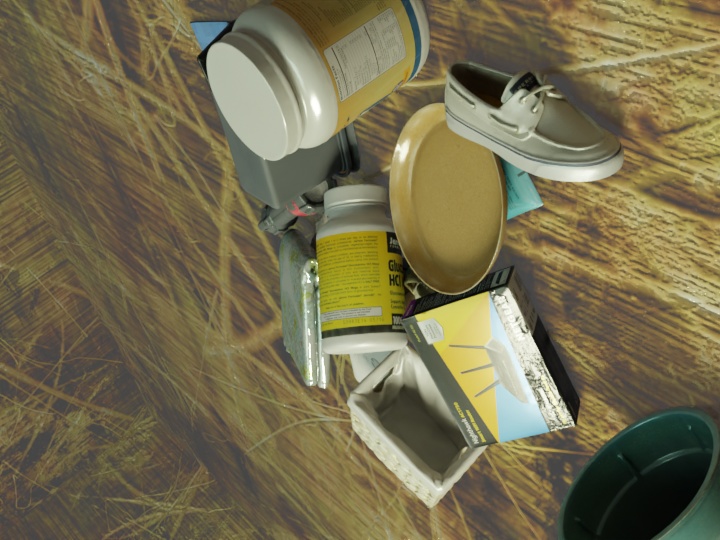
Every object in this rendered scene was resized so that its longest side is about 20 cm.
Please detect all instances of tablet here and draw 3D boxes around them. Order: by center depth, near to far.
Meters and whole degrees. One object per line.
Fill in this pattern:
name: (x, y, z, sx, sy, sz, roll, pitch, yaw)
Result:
tablet: (0.017, 0.146, 1.406, 0.129, 0.014, 0.203, 31, 147, 39)

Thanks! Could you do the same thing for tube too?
tube: (0.124, -0.071, 0.918, 0.078, 0.050, 0.200, 57, 151, 1)

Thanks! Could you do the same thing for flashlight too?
flashlight: (-0.095, -0.101, 1.232, 0.066, 0.070, 0.199, 17, 167, -17)

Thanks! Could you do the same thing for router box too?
router box: (0.158, 0.110, 1.000, 0.147, 0.051, 0.203, -20, 110, 31)

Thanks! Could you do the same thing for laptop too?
laptop: (-0.194, -0.238, 1.169, 0.113, 0.202, 0.190, -9, 123, 23)

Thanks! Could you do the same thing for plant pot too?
plant pot: (0.339, 0.285, 0.851, 0.197, 0.201, 0.200, 47, 155, -8)
plant pot: (0.096, -0.077, 0.899, 0.199, 0.027, 0.206, 22, 116, 54)

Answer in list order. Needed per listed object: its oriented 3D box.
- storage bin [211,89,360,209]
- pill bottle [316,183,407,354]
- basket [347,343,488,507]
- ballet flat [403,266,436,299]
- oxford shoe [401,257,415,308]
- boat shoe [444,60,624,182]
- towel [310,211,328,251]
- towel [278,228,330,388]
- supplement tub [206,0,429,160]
storage bin: (-0.105, -0.189, 1.051, 0.144, 0.134, 0.203, 30, 146, 38)
pill bottle: (0.000, 0.000, 1.057, 0.112, 0.110, 0.206, 161, 107, -63)
basket: (0.088, 0.240, 1.270, 0.200, 0.135, 0.124, 42, 157, 20)
ballet flat: (0.127, 0.070, 1.064, 0.201, 0.070, 0.071, 51, 154, 3)
oxford shoe: (0.018, 0.026, 1.173, 0.074, 0.084, 0.199, 57, 156, -15)
boat shoe: (0.151, -0.145, 0.755, 0.199, 0.070, 0.071, 36, 150, 42)
towel: (-0.046, 0.003, 1.235, 0.201, 0.034, 0.136, 116, 147, -64)
towel: (-0.082, 0.055, 1.249, 0.171, 0.047, 0.205, -138, 44, -65)
supplement tub: (-0.041, -0.216, 0.832, 0.144, 0.199, 0.146, 38, 152, 25)
